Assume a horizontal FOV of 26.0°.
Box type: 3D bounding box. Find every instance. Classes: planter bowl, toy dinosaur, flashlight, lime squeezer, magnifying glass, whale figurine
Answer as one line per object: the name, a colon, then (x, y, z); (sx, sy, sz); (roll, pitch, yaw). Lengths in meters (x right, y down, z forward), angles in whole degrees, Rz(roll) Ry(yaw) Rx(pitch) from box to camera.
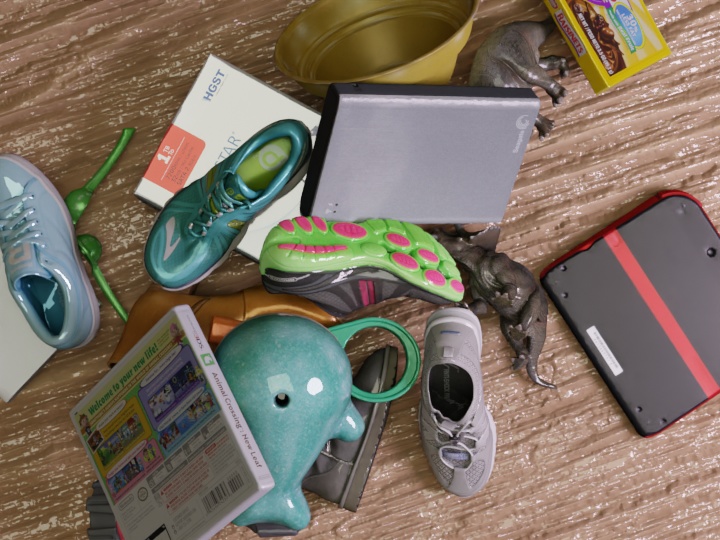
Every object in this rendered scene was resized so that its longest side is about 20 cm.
planter bowl: (0.026, -0.199, 1.474); (0.200, 0.200, 0.084); (-23, 124, -2)
toy dinosaur: (0.147, 0.028, 1.500); (0.200, 0.102, 0.077); (44, 132, -15)
flashlight: (-0.157, 0.231, 1.482); (0.200, 0.068, 0.068); (-1, 89, 6)
lime squeezer: (-0.254, -0.038, 1.516); (0.071, 0.038, 0.200); (-1, 89, -33)
magnifying glass: (-0.041, 0.073, 1.450); (0.200, 0.022, 0.080); (12, 84, -12)
whale figurine: (-0.074, 0.140, 1.389); (0.159, 0.104, 0.200); (6, 98, -5)
toy dinosaur: (0.144, -0.185, 1.499); (0.102, 0.077, 0.200); (29, 92, -15)

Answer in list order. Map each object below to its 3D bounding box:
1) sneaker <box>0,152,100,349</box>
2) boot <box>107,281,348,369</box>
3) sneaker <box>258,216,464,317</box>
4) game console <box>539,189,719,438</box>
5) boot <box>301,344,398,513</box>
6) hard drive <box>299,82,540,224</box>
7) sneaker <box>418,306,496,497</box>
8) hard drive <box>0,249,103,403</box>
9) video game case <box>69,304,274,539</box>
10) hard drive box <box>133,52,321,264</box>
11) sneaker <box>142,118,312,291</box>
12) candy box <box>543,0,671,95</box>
sneaker: (-0.304, -0.019, 1.455); (0.074, 0.082, 0.200); (-28, 90, 7)
boot: (-0.125, 0.075, 1.474); (0.201, 0.071, 0.144); (18, 63, 8)
sneaker: (0.000, 0.000, 1.435); (0.200, 0.084, 0.077); (10, 48, -18)
game console: (0.299, 0.039, 1.537); (0.177, 0.031, 0.200); (-33, 90, 3)
boot: (-0.076, 0.133, 1.506); (0.200, 0.073, 0.182); (18, 87, 5)
hard drive: (0.054, -0.105, 1.426); (0.200, 0.033, 0.140); (-2, 129, -23)
sneaker: (0.083, 0.137, 1.472); (0.075, 0.082, 0.200); (-3, 118, 13)
hard drive: (-0.368, 0.012, 1.510); (0.200, 0.027, 0.132); (43, 88, -1)
video game case: (-0.173, 0.157, 1.395); (0.200, 0.022, 0.182); (-42, 67, 39)
hard drive box: (-0.092, -0.090, 1.496); (0.200, 0.077, 0.156); (28, 88, -1)
sneaker: (-0.124, -0.066, 1.416); (0.078, 0.080, 0.200); (43, 88, -2)
candy box: (0.218, -0.277, 1.512); (0.102, 0.026, 0.200); (-30, 91, -36)
